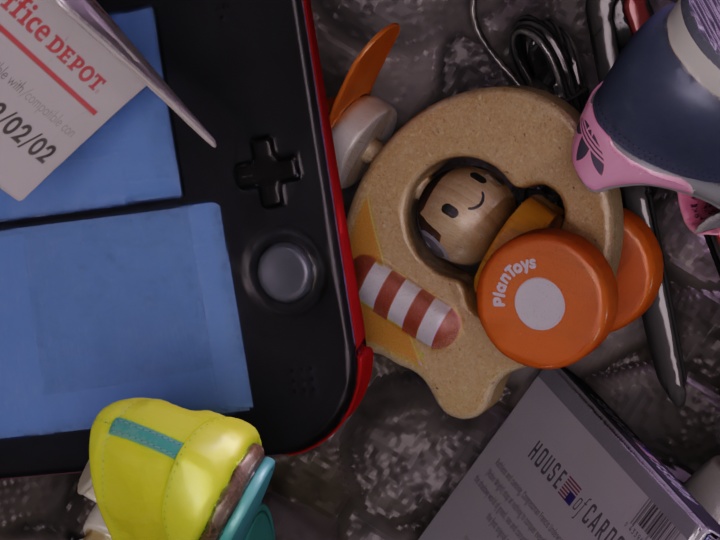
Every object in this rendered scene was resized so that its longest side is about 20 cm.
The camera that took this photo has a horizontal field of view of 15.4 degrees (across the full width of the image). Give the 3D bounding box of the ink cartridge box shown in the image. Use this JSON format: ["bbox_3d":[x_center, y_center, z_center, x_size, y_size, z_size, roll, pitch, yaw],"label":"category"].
[{"bbox_3d":[-0.144,-0.101,0.877,0.068,0.115,0.200,-43,58,2],"label":"ink cartridge box"}]

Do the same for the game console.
[{"bbox_3d":[-0.097,-0.017,0.945,0.200,0.031,0.177,-7,99,24],"label":"game console"}]

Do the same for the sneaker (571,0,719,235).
[{"bbox_3d":[0.155,-0.041,0.930,0.200,0.070,0.082,19,131,-38],"label":"sneaker"}]

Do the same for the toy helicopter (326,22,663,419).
[{"bbox_3d":[0.000,0.000,0.954,0.200,0.079,0.132,-32,88,24],"label":"toy helicopter"}]

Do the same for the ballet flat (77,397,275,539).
[{"bbox_3d":[-0.066,0.091,0.927,0.067,0.200,0.067,23,68,7],"label":"ballet flat"}]

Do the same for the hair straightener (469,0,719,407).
[{"bbox_3d":[0.087,-0.043,0.968,0.077,0.041,0.200,-19,99,3],"label":"hair straightener"}]

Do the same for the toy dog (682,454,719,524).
[{"bbox_3d":[0.150,0.105,0.951,0.096,0.132,0.200,29,128,-16],"label":"toy dog"}]

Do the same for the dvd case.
[{"bbox_3d":[0.041,0.143,0.943,0.025,0.150,0.200,33,98,-25],"label":"dvd case"}]
